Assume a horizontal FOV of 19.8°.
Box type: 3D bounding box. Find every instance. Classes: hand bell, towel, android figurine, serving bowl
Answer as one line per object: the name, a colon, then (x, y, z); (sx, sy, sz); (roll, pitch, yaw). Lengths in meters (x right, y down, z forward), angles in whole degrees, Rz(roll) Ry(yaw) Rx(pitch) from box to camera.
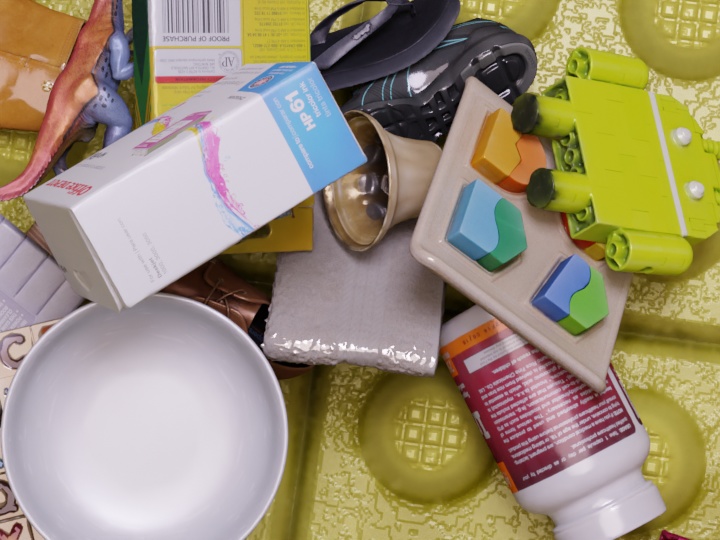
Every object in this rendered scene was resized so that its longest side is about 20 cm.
hand bell: (0.082, -0.071, 1.574); (0.200, 0.104, 0.104); (-3, 84, -29)
towel: (0.000, 0.000, 1.563); (0.132, 0.035, 0.200); (5, 45, 3)
android figurine: (0.205, -0.080, 1.557); (0.200, 0.041, 0.182); (7, 63, -34)
serving bowl: (-0.152, 0.115, 1.464); (0.200, 0.066, 0.200); (0, 90, -6)

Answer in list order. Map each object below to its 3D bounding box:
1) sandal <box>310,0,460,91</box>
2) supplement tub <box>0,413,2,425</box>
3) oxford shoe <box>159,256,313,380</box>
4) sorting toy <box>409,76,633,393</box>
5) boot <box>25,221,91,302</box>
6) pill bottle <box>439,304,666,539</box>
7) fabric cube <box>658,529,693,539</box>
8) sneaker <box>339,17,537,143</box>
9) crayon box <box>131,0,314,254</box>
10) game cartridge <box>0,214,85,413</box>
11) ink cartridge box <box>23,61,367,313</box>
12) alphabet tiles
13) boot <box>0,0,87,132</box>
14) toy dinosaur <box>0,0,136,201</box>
sandal: (-0.018, -0.173, 1.597); (0.200, 0.076, 0.043); (-21, 122, 9)
supplement tub: (-0.194, 0.159, 1.569); (0.200, 0.123, 0.123); (16, 86, 5)
oxford shoe: (-0.112, 0.018, 1.551); (0.200, 0.071, 0.071); (32, 74, -25)
sorting toy: (0.132, -0.032, 1.520); (0.185, 0.036, 0.200); (36, 46, -19)
boot: (-0.152, -0.008, 1.614); (0.155, 0.077, 0.200); (-45, 77, -5)
pill bottle: (0.147, 0.110, 1.559); (0.113, 0.113, 0.200); (-27, 84, 1)
fabric cube: (0.283, 0.315, 1.494); (0.199, 0.200, 0.196); (20, 87, 7)
sneaker: (0.040, -0.132, 1.608); (0.200, 0.075, 0.079); (-27, 40, -3)
crayon box: (-0.102, -0.112, 1.539); (0.127, 0.051, 0.200); (-2, 93, -21)
game cartridge: (-0.304, 0.053, 1.506); (0.130, 0.038, 0.200); (40, 89, -13)
ink cartridge box: (-0.118, -0.062, 1.430); (0.200, 0.145, 0.085); (-34, 106, -16)
alphabet tiles: (-0.220, 0.120, 1.494); (0.200, 0.008, 0.167); (-13, 90, -5)
boot: (-0.304, -0.126, 1.624); (0.144, 0.071, 0.201); (20, 82, 7)
toy dinosaur: (-0.189, -0.151, 1.550); (0.105, 0.200, 0.182); (7, 104, 34)
